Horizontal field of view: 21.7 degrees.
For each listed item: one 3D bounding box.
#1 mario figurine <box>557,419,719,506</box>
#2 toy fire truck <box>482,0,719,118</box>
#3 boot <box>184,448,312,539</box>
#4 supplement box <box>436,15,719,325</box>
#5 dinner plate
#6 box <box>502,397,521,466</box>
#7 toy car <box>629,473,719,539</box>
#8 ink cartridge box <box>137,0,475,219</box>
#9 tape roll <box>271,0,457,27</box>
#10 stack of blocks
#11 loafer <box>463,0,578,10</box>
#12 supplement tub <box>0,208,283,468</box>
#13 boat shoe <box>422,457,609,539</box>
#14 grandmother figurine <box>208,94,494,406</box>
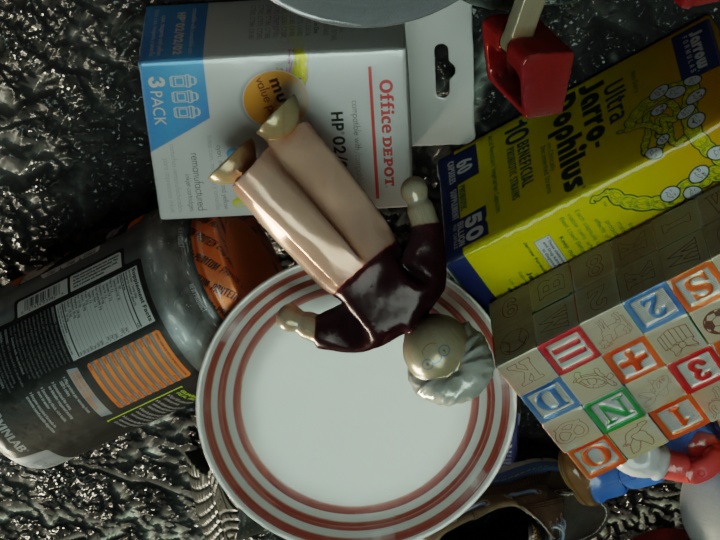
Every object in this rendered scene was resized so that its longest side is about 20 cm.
[{"bbox_3d":[0.229,0.092,1.262,0.199,0.124,0.106,-17,139,32],"label":"mario figurine"},{"bbox_3d":[0.145,-0.191,1.047,0.140,0.049,0.201,-14,130,-22],"label":"toy fire truck"},{"bbox_3d":[-0.045,0.143,1.288,0.129,0.200,0.068,-14,91,-16],"label":"boot"},{"bbox_3d":[0.159,-0.045,1.159,0.199,0.109,0.110,-28,124,19],"label":"supplement box"},{"bbox_3d":[-0.002,0.081,1.162,0.198,0.024,0.202,-1,109,-1],"label":"dinner plate"},{"bbox_3d":[0.054,0.172,1.376,0.120,0.033,0.201,-1,126,0],"label":"box"},{"bbox_3d":[0.257,0.186,1.339,0.183,0.176,0.202,6,95,-35],"label":"toy car"},{"bbox_3d":[-0.028,-0.100,1.138,0.198,0.068,0.116,-3,128,2],"label":"ink cartridge box"},{"bbox_3d":[-0.002,-0.232,0.987,0.198,0.066,0.202,-3,104,-13],"label":"tape roll"},{"bbox_3d":[0.190,0.031,1.112,0.199,0.059,0.115,-28,125,20],"label":"stack of blocks"},{"bbox_3d":[0.042,-0.186,1.075,0.198,0.063,0.072,17,126,-14],"label":"loafer"},{"bbox_3d":[-0.150,0.038,1.211,0.199,0.123,0.123,-24,125,17],"label":"supplement tub"},{"bbox_3d":[0.104,0.180,1.308,0.199,0.072,0.073,3,120,-35],"label":"boat shoe"},{"bbox_3d":[0.000,0.000,1.090,0.200,0.061,0.121,47,116,-3],"label":"grandmother figurine"}]
